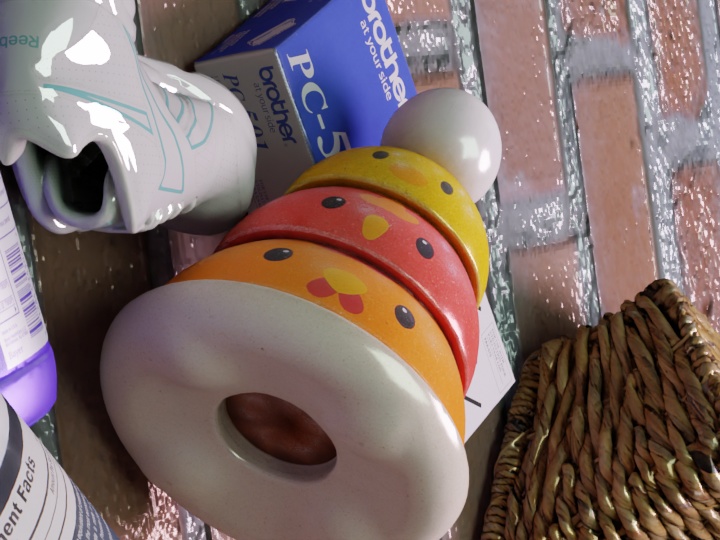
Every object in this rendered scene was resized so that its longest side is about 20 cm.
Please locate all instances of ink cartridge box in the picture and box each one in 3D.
[{"bbox_3d":[0.000,-0.017,1.217,0.094,0.044,0.201,-47,123,-52],"label":"ink cartridge box"}]

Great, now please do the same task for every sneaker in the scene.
[{"bbox_3d":[-0.091,-0.043,1.033,0.200,0.070,0.081,46,40,-63],"label":"sneaker"}]

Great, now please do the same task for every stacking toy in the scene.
[{"bbox_3d":[0.000,0.000,1.116,0.146,0.146,0.200,58,43,-33],"label":"stacking toy"}]

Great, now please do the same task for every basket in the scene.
[{"bbox_3d":[0.139,0.115,1.392,0.200,0.149,0.143,45,16,-43],"label":"basket"}]

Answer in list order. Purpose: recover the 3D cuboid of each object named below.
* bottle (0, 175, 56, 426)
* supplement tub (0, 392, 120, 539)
[{"bbox_3d":[-0.161,-0.035,0.955,0.083,0.065,0.201,-33,112,-53],"label":"bottle"},{"bbox_3d":[-0.139,0.110,0.885,0.200,0.140,0.141,54,43,-26],"label":"supplement tub"}]
